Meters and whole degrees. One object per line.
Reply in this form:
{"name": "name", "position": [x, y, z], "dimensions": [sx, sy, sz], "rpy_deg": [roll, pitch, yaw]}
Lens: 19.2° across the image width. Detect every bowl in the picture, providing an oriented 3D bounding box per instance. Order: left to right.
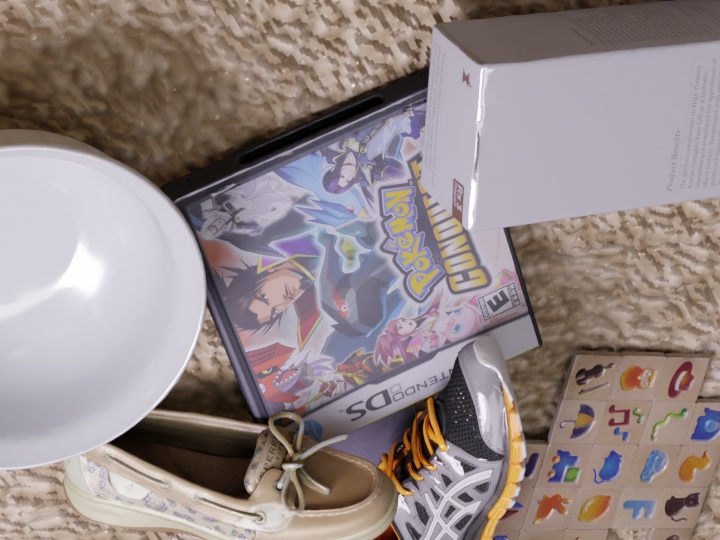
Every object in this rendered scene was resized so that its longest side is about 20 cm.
{"name": "bowl", "position": [-0.188, 0.000, 1.141], "dimensions": [0.200, 0.091, 0.202], "rpy_deg": [-9, 124, -13]}

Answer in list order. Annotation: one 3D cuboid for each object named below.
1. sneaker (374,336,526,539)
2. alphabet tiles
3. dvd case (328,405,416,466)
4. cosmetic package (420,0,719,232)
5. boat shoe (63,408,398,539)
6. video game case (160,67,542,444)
{"name": "sneaker", "position": [0.049, 0.121, 1.282], "dimensions": [0.077, 0.079, 0.201], "rpy_deg": [2, 131, -11]}
{"name": "alphabet tiles", "position": [0.157, 0.140, 1.395], "dimensions": [0.166, 0.008, 0.201], "rpy_deg": [2, 118, -23]}
{"name": "dvd case", "position": [-0.021, 0.173, 1.356], "dimensions": [0.148, 0.016, 0.201], "rpy_deg": [-19, 126, -8]}
{"name": "cosmetic package", "position": [0.137, -0.090, 1.191], "dimensions": [0.199, 0.074, 0.102], "rpy_deg": [-6, 117, -22]}
{"name": "boat shoe", "position": [-0.077, 0.117, 1.229], "dimensions": [0.199, 0.073, 0.063], "rpy_deg": [4, 130, 6]}
{"name": "video game case", "position": [0.000, 0.000, 1.238], "dimensions": [0.180, 0.026, 0.201], "rpy_deg": [-24, 124, -6]}
